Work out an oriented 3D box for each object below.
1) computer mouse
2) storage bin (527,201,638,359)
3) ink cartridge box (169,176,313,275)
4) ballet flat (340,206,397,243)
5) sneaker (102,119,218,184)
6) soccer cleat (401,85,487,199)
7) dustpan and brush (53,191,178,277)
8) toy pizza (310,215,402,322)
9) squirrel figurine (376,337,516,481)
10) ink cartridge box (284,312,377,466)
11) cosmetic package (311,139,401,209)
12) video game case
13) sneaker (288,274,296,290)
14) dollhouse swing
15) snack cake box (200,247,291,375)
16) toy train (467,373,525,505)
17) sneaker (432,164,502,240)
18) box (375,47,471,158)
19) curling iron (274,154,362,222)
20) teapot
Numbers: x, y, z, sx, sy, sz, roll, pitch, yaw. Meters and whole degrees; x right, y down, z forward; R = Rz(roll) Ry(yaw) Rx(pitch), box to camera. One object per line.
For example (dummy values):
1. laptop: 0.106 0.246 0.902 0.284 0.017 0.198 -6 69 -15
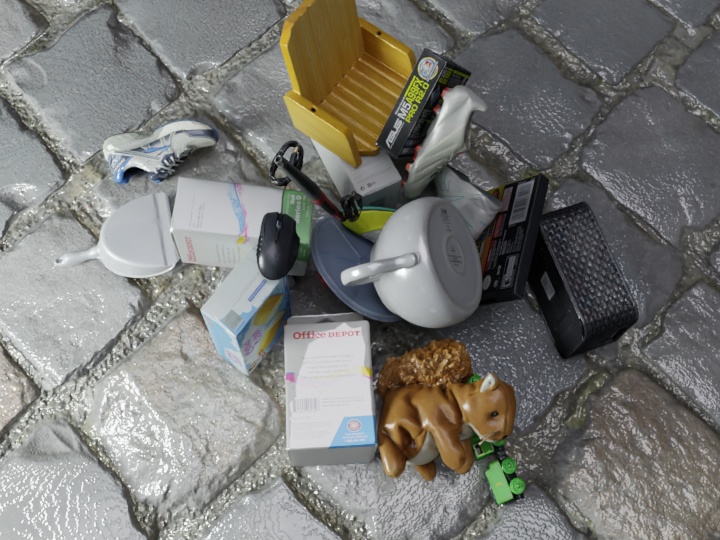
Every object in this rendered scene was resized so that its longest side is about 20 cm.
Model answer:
1. computer mouse: -0.106 -0.086 1.047 0.057 0.034 0.206 7 73 -6
2. storage bin: 0.329 0.016 1.189 0.091 0.136 0.204 -17 69 -9
3. ink cartridge box: -0.170 -0.062 1.125 0.194 0.146 0.090 4 73 -6
4. ballet flat: 0.056 -0.068 1.231 0.195 0.066 0.069 -4 83 -32
5. sneaker: -0.331 -0.191 1.298 0.194 0.077 0.088 -14 78 1
6. soccer cleat: 0.127 -0.189 1.202 0.076 0.203 0.069 28 30 4
7. dustpan and brush: -0.399 -0.041 1.243 0.194 0.058 0.143 -11 67 -14
8. toy pizza: 0.000 0.000 1.196 0.197 0.032 0.203 28 37 -23
9. squirrel figurine: 0.122 0.181 1.084 0.184 0.141 0.204 -29 56 22
10. ink cartridge box: -0.045 0.168 1.121 0.125 0.126 0.205 -2 66 -3
11. cosmetic package: -0.014 -0.192 1.281 0.083 0.108 0.204 -22 71 -11
12. video game case: 0.201 -0.040 1.198 0.025 0.179 0.205 30 65 -28
13. sneaker: -0.164 -0.064 1.244 0.198 0.075 0.116 35 70 6
14. dollhouse swing: -0.008 -0.316 1.183 0.180 0.177 0.201 33 66 11
15. snack cake box: -0.161 0.066 1.119 0.066 0.201 0.116 33 70 10
16. toy train: 0.186 0.248 1.144 0.055 0.042 0.204 -22 69 1
17. sneaker: 0.150 -0.119 1.247 0.069 0.082 0.201 20 19 -30
18. box: 0.105 -0.263 1.235 0.044 0.199 0.163 31 108 11
19. curling iron: -0.057 -0.114 1.063 0.025 0.199 0.050 37 96 37
20. teapot: 0.078 -0.002 1.122 0.143 0.201 0.200 -18 36 32
